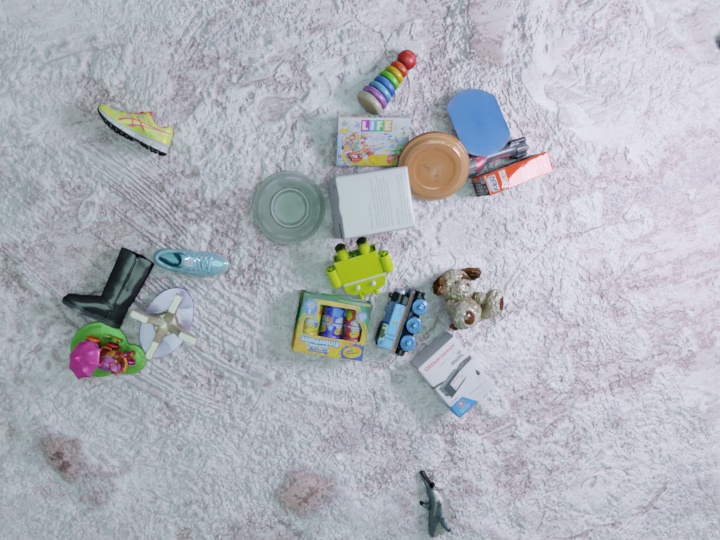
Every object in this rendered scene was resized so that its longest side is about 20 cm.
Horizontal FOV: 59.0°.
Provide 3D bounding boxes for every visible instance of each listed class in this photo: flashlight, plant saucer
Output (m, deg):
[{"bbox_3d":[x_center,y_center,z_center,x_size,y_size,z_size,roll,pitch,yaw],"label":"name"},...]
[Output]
[{"bbox_3d":[0.381,-0.321,1.823,0.199,0.068,0.068,-18,96,-13],"label":"flashlight"},{"bbox_3d":[0.202,-0.283,1.759,0.199,0.032,0.201,1,121,1],"label":"plant saucer"},{"bbox_3d":[-0.193,-0.171,1.739,0.199,0.050,0.202,-1,96,-11],"label":"plant saucer"}]

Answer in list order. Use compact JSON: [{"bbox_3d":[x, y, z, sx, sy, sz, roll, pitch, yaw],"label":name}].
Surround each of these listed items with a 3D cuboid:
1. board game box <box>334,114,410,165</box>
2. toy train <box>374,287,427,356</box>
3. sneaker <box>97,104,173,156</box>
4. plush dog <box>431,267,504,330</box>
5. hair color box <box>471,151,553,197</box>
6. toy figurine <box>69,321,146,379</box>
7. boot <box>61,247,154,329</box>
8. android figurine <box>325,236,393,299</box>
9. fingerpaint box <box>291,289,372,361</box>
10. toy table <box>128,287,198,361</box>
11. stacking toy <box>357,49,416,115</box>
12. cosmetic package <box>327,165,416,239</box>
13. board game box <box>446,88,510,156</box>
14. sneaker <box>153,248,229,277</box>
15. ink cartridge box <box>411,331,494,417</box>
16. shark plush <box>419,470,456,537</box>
[{"bbox_3d":[0.032,-0.356,1.743,0.199,0.034,0.135,-2,120,-10],"label":"board game box"},{"bbox_3d":[0.116,0.141,1.808,0.114,0.087,0.201,18,92,-5],"label":"toy train"},{"bbox_3d":[-0.576,-0.380,1.644,0.199,0.078,0.091,28,82,-17],"label":"sneaker"},{"bbox_3d":[0.288,0.076,1.822,0.199,0.160,0.173,-18,84,-36],"label":"plush dog"},{"bbox_3d":[0.429,-0.273,1.809,0.199,0.111,0.064,-23,98,-8],"label":"hair color box"},{"bbox_3d":[-0.660,0.229,1.626,0.199,0.184,0.151,22,92,-12],"label":"toy figurine"},{"bbox_3d":[-0.658,0.030,1.666,0.164,0.066,0.201,28,93,-20],"label":"boot"},{"bbox_3d":[0.000,0.000,1.751,0.181,0.041,0.201,-15,130,4],"label":"android figurine"},{"bbox_3d":[-0.081,0.153,1.778,0.199,0.073,0.168,11,94,-11],"label":"fingerpaint box"},{"bbox_3d":[-0.514,0.145,1.679,0.183,0.117,0.201,15,92,-11],"label":"toy table"},{"bbox_3d":[0.083,-0.522,1.742,0.085,0.085,0.200,42,83,-11],"label":"stacking toy"},{"bbox_3d":[0.026,-0.180,1.717,0.199,0.165,0.166,-9,95,-9],"label":"cosmetic package"},{"bbox_3d":[0.330,-0.414,1.804,0.157,0.039,0.201,-20,84,-16],"label":"board game box"},{"bbox_3d":[-0.450,-0.018,1.691,0.199,0.082,0.074,4,96,-10],"label":"sneaker"},{"bbox_3d":[0.266,0.300,1.848,0.144,0.084,0.200,-42,100,-4],"label":"ink cartridge box"},{"bbox_3d":[0.213,0.698,1.890,0.083,0.091,0.201,-18,105,23],"label":"shark plush"}]
